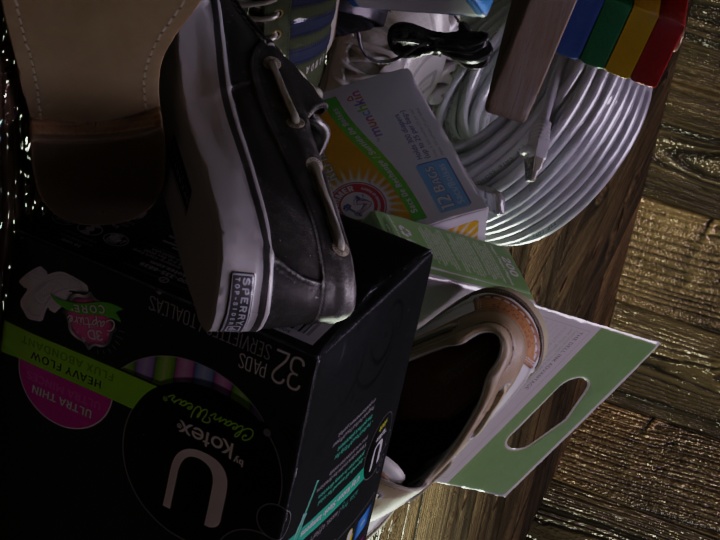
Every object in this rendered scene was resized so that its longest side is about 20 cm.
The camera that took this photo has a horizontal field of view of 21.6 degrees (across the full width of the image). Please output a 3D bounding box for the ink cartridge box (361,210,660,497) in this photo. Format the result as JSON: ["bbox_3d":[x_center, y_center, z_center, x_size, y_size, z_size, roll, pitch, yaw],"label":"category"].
[{"bbox_3d":[0.044,0.051,1.018,0.200,0.048,0.146,14,128,-41],"label":"ink cartridge box"}]

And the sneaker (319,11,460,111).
[{"bbox_3d":[0.005,-0.102,1.134,0.081,0.075,0.200,-35,142,-55],"label":"sneaker"}]

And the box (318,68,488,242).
[{"bbox_3d":[0.000,0.000,1.072,0.101,0.113,0.200,-18,145,-14],"label":"box"}]

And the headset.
[{"bbox_3d":[0.009,-0.171,0.981,0.124,0.094,0.200,-66,155,-22],"label":"headset"}]

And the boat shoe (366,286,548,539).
[{"bbox_3d":[0.005,0.083,0.925,0.200,0.075,0.068,-46,174,13],"label":"boat shoe"}]

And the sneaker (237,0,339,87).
[{"bbox_3d":[-0.047,-0.112,0.873,0.200,0.067,0.090,92,17,-69],"label":"sneaker"}]

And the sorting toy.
[{"bbox_3d":[0.130,-0.187,0.815,0.199,0.070,0.200,-73,-178,-50],"label":"sorting toy"}]

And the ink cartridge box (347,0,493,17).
[{"bbox_3d":[0.032,-0.242,0.887,0.146,0.086,0.200,45,60,-49],"label":"ink cartridge box"}]

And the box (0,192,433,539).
[{"bbox_3d":[-0.073,0.073,0.845,0.124,0.148,0.200,-41,149,-56],"label":"box"}]

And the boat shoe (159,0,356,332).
[{"bbox_3d":[-0.048,-0.055,0.777,0.071,0.064,0.200,112,-29,-47],"label":"boat shoe"}]

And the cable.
[{"bbox_3d":[0.105,-0.111,1.192,0.200,0.069,0.200,-62,-154,-10],"label":"cable"}]

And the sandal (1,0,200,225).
[{"bbox_3d":[-0.100,-0.109,0.720,0.212,0.078,0.070,104,-20,-51],"label":"sandal"}]
